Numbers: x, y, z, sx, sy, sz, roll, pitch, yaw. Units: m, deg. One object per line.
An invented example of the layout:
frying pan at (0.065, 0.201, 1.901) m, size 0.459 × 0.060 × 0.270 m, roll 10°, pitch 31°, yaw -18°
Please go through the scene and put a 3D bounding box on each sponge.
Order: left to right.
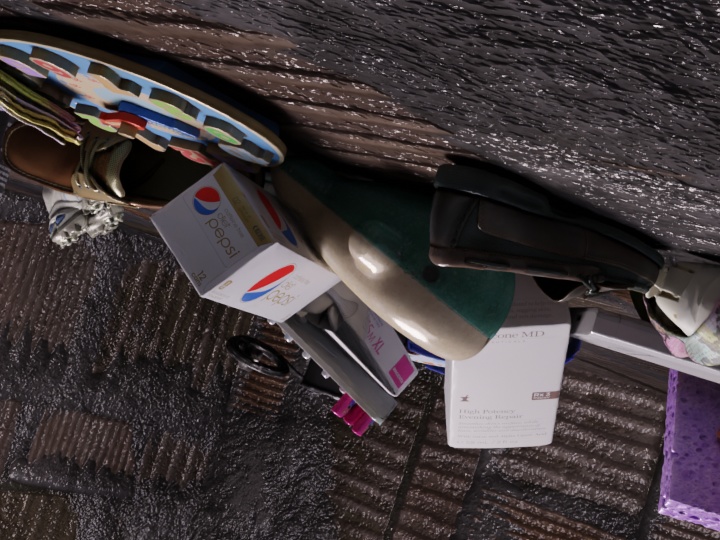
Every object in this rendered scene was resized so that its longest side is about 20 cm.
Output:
sponge at (0.340, 0.148, 1.257) m, size 0.111 × 0.200 × 0.030 m, roll 16°, pitch 143°, yaw -2°

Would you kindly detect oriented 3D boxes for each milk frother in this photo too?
milk frother at (-0.046, 0.063, 1.741) m, size 0.200 × 0.189 × 0.180 m, roll 21°, pitch 174°, yaw -39°

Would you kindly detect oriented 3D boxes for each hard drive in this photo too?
hard drive at (0.276, 0.071, 1.132) m, size 0.199 × 0.027 × 0.132 m, roll 18°, pitch 177°, yaw -3°

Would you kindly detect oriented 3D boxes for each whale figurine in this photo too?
whale figurine at (0.028, -0.025, 0.981) m, size 0.200 × 0.104 × 0.159 m, roll 42°, pitch -178°, yaw 14°

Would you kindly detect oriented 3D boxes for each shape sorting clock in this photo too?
shape sorting clock at (-0.142, -0.104, 0.855) m, size 0.199 × 0.039 × 0.200 m, roll 17°, pitch 176°, yaw 1°

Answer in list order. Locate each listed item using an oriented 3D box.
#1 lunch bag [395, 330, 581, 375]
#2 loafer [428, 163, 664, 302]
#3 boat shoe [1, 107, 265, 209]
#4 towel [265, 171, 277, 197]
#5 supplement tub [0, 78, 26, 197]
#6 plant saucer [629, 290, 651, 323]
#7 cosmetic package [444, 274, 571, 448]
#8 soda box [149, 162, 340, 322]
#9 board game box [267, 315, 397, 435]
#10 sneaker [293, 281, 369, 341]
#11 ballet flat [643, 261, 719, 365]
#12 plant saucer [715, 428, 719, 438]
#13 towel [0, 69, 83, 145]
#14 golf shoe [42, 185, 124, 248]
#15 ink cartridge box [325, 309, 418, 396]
lunch bag at (0.099, 0.048, 1.357) m, size 0.200 × 0.124 × 0.170 m, roll 14°, pitch 179°, yaw -29°
loafer at (0.114, -0.010, 0.855) m, size 0.200 × 0.063 × 0.072 m, roll 20°, pitch 176°, yaw -39°
boat shoe at (-0.172, -0.082, 0.989) m, size 0.199 × 0.076 × 0.074 m, roll 7°, pitch -171°, yaw 13°
towel at (-0.110, -0.067, 1.226) m, size 0.200 × 0.048 × 0.171 m, roll 16°, pitch 179°, yaw 14°
supplement tub at (-0.338, -0.067, 1.065) m, size 0.107 × 0.201 × 0.107 m, roll 18°, pitch 176°, yaw 1°
plant saucer at (0.321, 0.055, 1.143) m, size 0.199 × 0.031 × 0.200 m, roll 18°, pitch 176°, yaw 1°
cosmetic package at (0.125, 0.078, 1.190) m, size 0.101 × 0.074 × 0.200 m, roll -3°, pitch 145°, yaw 2°
soda box at (-0.075, -0.015, 0.960) m, size 0.068 × 0.064 × 0.200 m, roll 56°, pitch -174°, yaw 13°
board game box at (-0.052, 0.059, 1.157) m, size 0.200 × 0.026 × 0.200 m, roll 45°, pitch -178°, yaw 5°
sneaker at (0.000, 0.000, 1.143) m, size 0.075 × 0.115 × 0.200 m, roll 16°, pitch 176°, yaw 27°
ballet flat at (0.228, 0.024, 0.910) m, size 0.071 × 0.069 × 0.200 m, roll 37°, pitch 177°, yaw 0°
plant saucer at (0.441, 0.127, 1.162) m, size 0.199 × 0.037 × 0.200 m, roll -5°, pitch -177°, yaw -16°
towel at (-0.286, -0.140, 0.885) m, size 0.200 × 0.023 × 0.144 m, roll 24°, pitch 175°, yaw 31°
golf shoe at (-0.216, -0.092, 1.112) m, size 0.078 × 0.097 × 0.200 m, roll -17°, pitch 174°, yaw -41°
ink cartridge box at (-0.039, 0.035, 1.288) m, size 0.200 × 0.042 × 0.119 m, roll 26°, pitch 154°, yaw 46°
